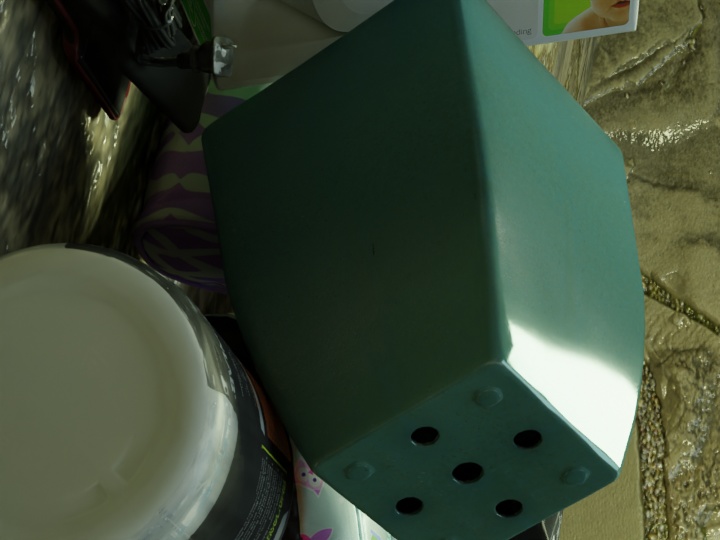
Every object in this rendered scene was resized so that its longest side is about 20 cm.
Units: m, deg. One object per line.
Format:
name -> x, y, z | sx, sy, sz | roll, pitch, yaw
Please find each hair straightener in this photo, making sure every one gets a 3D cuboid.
hair straightener -> -0.084, -0.104, 0.791 | 0.200, 0.077, 0.041 | 73, 30, -69

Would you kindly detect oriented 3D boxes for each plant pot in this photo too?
plant pot -> 0.033, 0.012, 0.840 | 0.141, 0.141, 0.200 | 42, 27, -36

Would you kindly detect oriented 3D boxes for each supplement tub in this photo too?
supplement tub -> -0.093, 0.072, 0.771 | 0.200, 0.122, 0.123 | 66, 35, -72

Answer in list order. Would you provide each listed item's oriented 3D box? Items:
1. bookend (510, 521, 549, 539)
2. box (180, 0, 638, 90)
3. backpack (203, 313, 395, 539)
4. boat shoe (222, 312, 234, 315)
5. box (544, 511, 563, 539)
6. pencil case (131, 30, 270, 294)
bookend -> 0.046, 0.149, 1.045 | 0.199, 0.092, 0.200 | 100, -22, -55
box -> 0.019, -0.190, 0.886 | 0.097, 0.200, 0.177 | -115, -160, -51
backpack -> -0.051, 0.120, 0.938 | 0.127, 0.167, 0.200 | 11, 74, -54
boat shoe -> -0.079, 0.119, 1.043 | 0.074, 0.063, 0.202 | 145, -55, -64
box -> 0.023, 0.195, 1.314 | 0.122, 0.200, 0.106 | -58, 155, -66
pencil case -> -0.048, -0.086, 0.987 | 0.084, 0.085, 0.200 | 126, -19, -68
